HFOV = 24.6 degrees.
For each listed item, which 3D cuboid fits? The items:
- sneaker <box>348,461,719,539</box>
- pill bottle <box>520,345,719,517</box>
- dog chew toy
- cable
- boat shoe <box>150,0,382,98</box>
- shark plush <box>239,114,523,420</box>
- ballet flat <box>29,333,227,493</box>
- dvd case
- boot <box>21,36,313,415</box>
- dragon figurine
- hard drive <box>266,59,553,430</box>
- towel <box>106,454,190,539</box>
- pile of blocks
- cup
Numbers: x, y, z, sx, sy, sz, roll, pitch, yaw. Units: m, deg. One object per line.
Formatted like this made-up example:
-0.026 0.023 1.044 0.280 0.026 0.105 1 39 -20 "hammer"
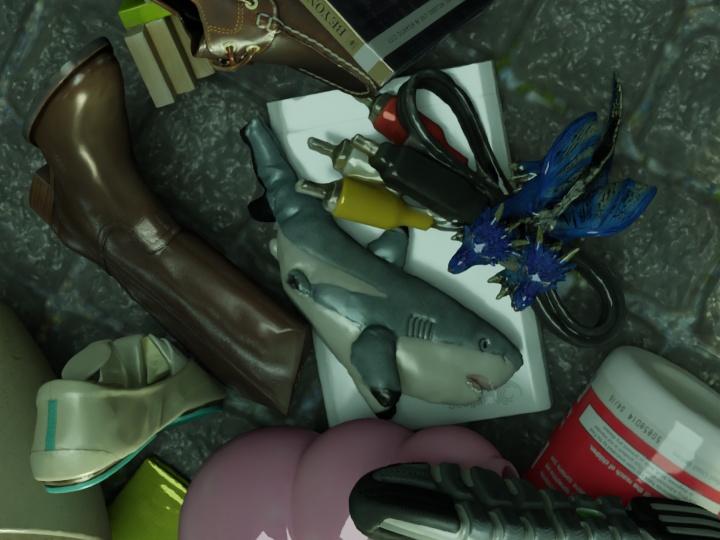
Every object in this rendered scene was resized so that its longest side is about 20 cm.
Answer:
0.085 0.167 0.820 0.199 0.075 0.116 10 107 -5 "sneaker"
0.132 0.151 0.914 0.112 0.112 0.200 34 102 3 "pill bottle"
-0.003 0.137 0.912 0.199 0.124 0.125 -18 96 29 "dog chew toy"
0.066 -0.036 0.915 0.199 0.050 0.097 32 73 -11 "cable"
-0.073 -0.141 0.862 0.199 0.070 0.071 31 72 -15 "boat shoe"
0.000 0.000 0.929 0.083 0.091 0.200 -37 70 -6 "shark plush"
-0.124 0.066 0.898 0.069 0.200 0.070 1 96 12 "ballet flat"
-0.025 -0.193 0.869 0.200 0.149 0.016 46 123 0 "dvd case"
-0.093 -0.015 0.899 0.200 0.187 0.064 43 67 9 "boot"
0.110 -0.040 0.850 0.200 0.099 0.059 -42 94 -29 "dragon figurine"
0.029 -0.010 0.949 0.131 0.026 0.201 -9 97 11 "hard drive"
-0.154 0.214 1.021 0.086 0.018 0.200 37 102 -2 "towel"
-0.114 -0.196 0.914 0.062 0.082 0.201 -17 96 11 "pile of blocks"
-0.245 0.095 0.934 0.199 0.200 0.144 -9 73 11 "cup"
